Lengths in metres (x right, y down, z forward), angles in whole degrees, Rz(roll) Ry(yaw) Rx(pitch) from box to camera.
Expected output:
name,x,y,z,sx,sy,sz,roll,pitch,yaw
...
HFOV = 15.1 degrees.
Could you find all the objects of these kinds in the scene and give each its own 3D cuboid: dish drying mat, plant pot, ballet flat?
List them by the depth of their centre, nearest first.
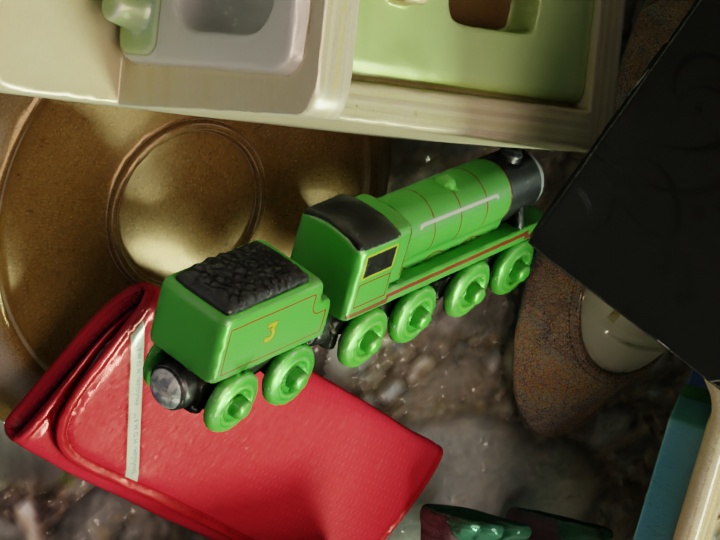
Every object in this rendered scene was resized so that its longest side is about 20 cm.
name,x,y,z,sx,sy,sz,roll,pitch,yaw
plant pot,-0.066,-0.026,0.969,0.200,0.027,0.200,-15,117,-31
dish drying mat,-0.043,0.066,1.002,0.077,0.018,0.200,-51,140,5
ballet flat,0.114,-0.019,1.075,0.068,0.067,0.200,6,106,-37

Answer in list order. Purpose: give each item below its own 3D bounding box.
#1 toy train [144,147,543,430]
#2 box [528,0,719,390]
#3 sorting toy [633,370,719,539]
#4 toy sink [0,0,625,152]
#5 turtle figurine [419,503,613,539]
name,x,y,z,sx,sy,sz,roll,pitch,yaw
toy train,0.000,0.000,0.954,0.200,0.042,0.056,-25,139,-47
box,0.183,-0.009,0.897,0.124,0.200,0.149,-56,172,22
sorting toy,0.130,0.097,1.095,0.185,0.036,0.200,-50,150,-68
toy sink,-0.012,-0.112,0.886,0.200,0.112,0.131,5,91,-42
turtle figurine,0.046,0.196,1.095,0.150,0.100,0.200,6,93,-70
